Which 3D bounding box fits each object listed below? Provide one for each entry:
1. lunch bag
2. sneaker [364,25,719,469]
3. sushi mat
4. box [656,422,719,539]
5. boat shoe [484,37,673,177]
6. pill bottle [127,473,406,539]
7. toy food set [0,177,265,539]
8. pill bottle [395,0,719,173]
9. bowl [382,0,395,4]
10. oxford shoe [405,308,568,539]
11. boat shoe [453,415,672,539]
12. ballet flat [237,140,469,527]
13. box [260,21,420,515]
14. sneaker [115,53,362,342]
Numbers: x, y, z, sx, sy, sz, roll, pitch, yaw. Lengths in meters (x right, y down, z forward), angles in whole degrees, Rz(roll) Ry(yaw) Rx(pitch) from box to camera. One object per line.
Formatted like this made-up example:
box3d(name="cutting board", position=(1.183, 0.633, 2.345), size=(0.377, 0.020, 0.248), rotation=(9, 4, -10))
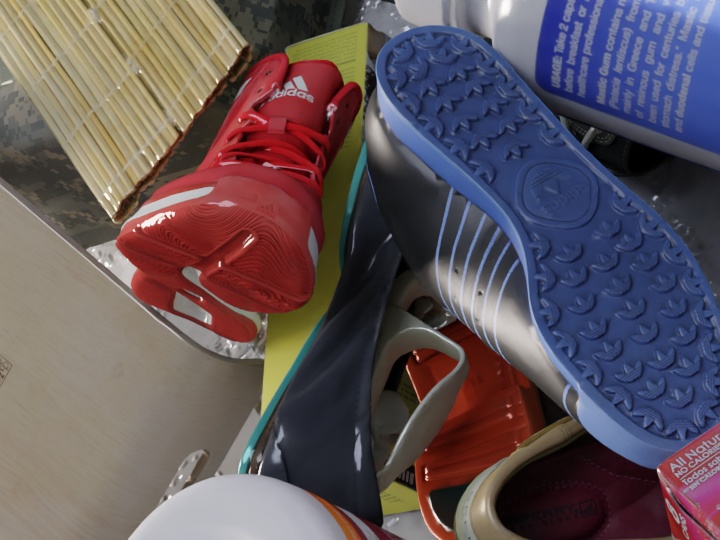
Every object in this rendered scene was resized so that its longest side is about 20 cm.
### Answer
box3d(name="lunch bag", position=(-0.095, -0.130, 1.283), size=(0.164, 0.118, 0.200), rotation=(-15, 55, 36))
box3d(name="sneaker", position=(0.066, 0.002, 1.000), size=(0.070, 0.078, 0.200), rotation=(-23, 60, -19))
box3d(name="sushi mat", position=(-0.116, -0.111, 1.201), size=(0.096, 0.012, 0.200), rotation=(-49, 46, 11))
box3d(name="box", position=(0.209, 0.068, 0.919), size=(0.200, 0.100, 0.095), rotation=(-33, 49, -13))
box3d(name="boat shoe", position=(0.103, -0.074, 1.133), size=(0.200, 0.072, 0.068), rotation=(1, 70, 34))
box3d(name="pill bottle", position=(0.002, 0.155, 1.019), size=(0.113, 0.200, 0.113), rotation=(-16, 61, 31))
box3d(name="toy food set", position=(-0.145, 0.036, 1.226), size=(0.200, 0.060, 0.144), rotation=(39, 117, 16))
box3d(name="pill bottle", position=(0.118, -0.101, 1.027), size=(0.200, 0.112, 0.112), rotation=(22, 83, 18))
box3d(name="bowl", position=(0.052, -0.181, 1.164), size=(0.201, 0.201, 0.105), rotation=(-29, 76, 24))
box3d(name="oxford shoe", position=(0.061, 0.040, 1.117), size=(0.071, 0.073, 0.200), rotation=(-23, 47, 31))
box3d(name="boat shoe", position=(0.132, 0.070, 0.999), size=(0.200, 0.066, 0.074), rotation=(-21, 76, -5))
box3d(name="ballet flat", position=(0.016, 0.018, 1.076), size=(0.073, 0.073, 0.200), rotation=(-2, 54, 37))
box3d(name="box", position=(0.000, 0.000, 1.177), size=(0.050, 0.075, 0.200), rotation=(-13, 63, 35))
box3d(name="sneaker", position=(-0.042, -0.044, 1.080), size=(0.200, 0.078, 0.116), rotation=(149, 143, -74))
